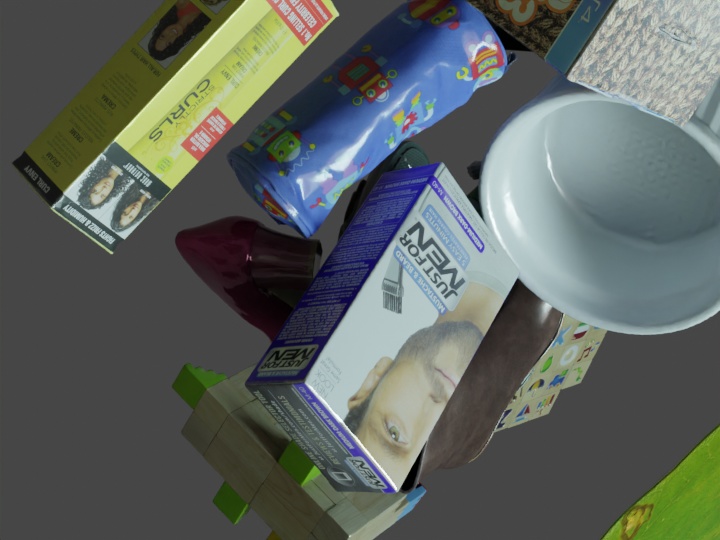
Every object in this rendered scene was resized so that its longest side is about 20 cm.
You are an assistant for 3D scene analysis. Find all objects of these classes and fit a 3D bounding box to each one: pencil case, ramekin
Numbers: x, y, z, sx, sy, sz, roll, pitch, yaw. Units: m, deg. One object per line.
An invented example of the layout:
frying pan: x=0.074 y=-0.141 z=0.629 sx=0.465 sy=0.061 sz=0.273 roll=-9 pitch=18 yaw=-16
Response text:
pencil case: x=0.006 y=-0.106 z=1.013 sx=0.200 sy=0.078 sz=0.087 roll=-41 pitch=156 yaw=-11
ramekin: x=0.194 y=-0.063 z=1.097 sx=0.098 sy=0.200 sz=0.201 roll=-53 pitch=160 yaw=-45

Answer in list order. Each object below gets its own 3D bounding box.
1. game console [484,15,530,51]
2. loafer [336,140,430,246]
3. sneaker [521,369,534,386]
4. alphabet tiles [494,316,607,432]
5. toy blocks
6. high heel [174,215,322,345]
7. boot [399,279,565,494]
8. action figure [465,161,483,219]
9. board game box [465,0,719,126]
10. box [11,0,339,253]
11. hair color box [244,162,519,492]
game console: x=0.210 y=-0.221 z=1.095 sx=0.176 sy=0.116 sz=0.201 roll=-5 pitch=129 yaw=-48
loafer: x=0.000 y=0.000 z=1.093 sx=0.072 sy=0.063 sz=0.201 roll=35 pitch=60 yaw=-46
sneaker: x=0.130 y=0.055 z=1.362 sx=0.085 sy=0.078 sz=0.200 roll=-16 pitch=146 yaw=-50
alphabet tiles: x=0.190 y=0.076 z=1.511 sx=0.166 sy=0.006 sz=0.201 roll=-13 pitch=135 yaw=-43
toy blocks: x=-0.033 y=0.134 z=1.151 sx=0.137 sy=0.200 sz=0.100 roll=-26 pitch=155 yaw=-52
high heel: x=-0.076 y=0.014 z=1.098 sx=0.200 sy=0.096 sz=0.068 roll=93 pitch=7 yaw=-64
boot: x=0.090 y=0.064 z=1.146 sx=0.166 sy=0.072 sz=0.201 roll=-19 pitch=130 yaw=-67
action figure: x=0.103 y=-0.055 z=1.199 sx=0.200 sy=0.055 sz=0.118 roll=-47 pitch=165 yaw=-22
board game box: x=0.121 y=-0.193 z=0.936 sx=0.159 sy=0.200 sz=0.097 roll=9 pitch=119 yaw=-55
box: x=-0.107 y=-0.107 z=0.899 sx=0.200 sy=0.050 sz=0.075 roll=-47 pitch=148 yaw=-2
hair color box: x=0.020 y=0.036 z=1.017 sx=0.109 sy=0.065 sz=0.200 roll=51 pitch=54 yaw=-28
